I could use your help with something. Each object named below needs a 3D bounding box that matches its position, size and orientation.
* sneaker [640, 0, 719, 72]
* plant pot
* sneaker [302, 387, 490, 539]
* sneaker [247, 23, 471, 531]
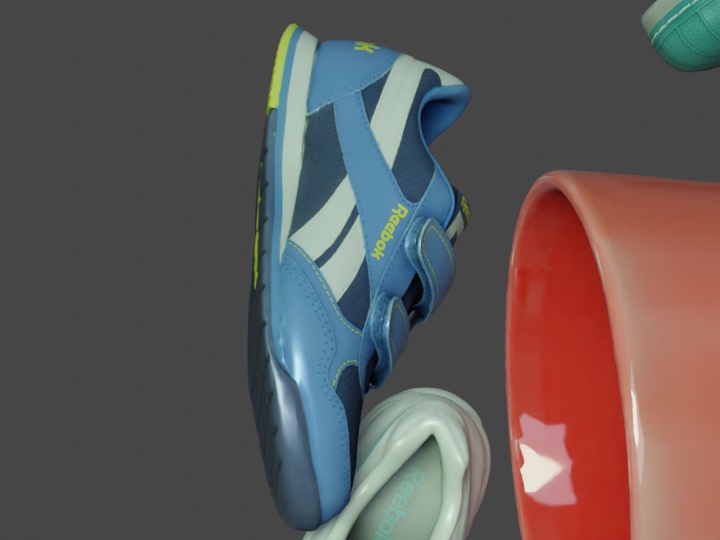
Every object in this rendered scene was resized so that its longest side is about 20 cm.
[{"bbox_3d":[0.210,-0.100,1.022,0.199,0.071,0.080,-17,80,-1],"label":"sneaker"},{"bbox_3d":[0.157,0.057,0.958,0.177,0.200,0.201,-4,84,-8],"label":"plant pot"},{"bbox_3d":[-0.009,0.136,1.005,0.070,0.080,0.201,20,87,3],"label":"sneaker"},{"bbox_3d":[0.000,0.000,1.002,0.082,0.074,0.201,6,66,-6],"label":"sneaker"}]
